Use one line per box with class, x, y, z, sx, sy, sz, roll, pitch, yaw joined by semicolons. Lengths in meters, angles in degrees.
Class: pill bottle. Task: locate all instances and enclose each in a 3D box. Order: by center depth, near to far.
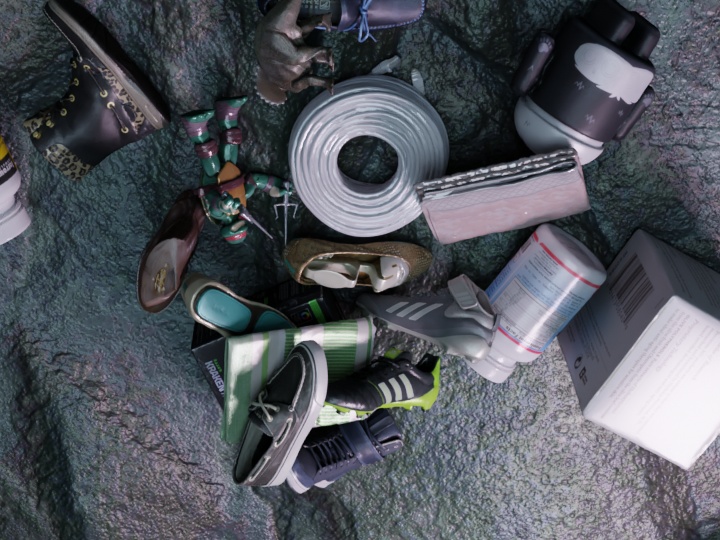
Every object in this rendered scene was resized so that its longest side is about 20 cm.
pill bottle;-0.478;-0.129;1.530;0.111;0.111;0.200;-19;115;6
pill bottle;0.215;0.045;1.639;0.109;0.109;0.200;33;110;-16

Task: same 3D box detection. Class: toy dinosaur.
toy dinosaur;-0.082;-0.250;1.457;0.102;0.077;0.200;-1;151;2

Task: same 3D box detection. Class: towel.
towel;0.175;-0.086;1.545;0.199;0.191;0.032;-12;73;10
towel;-0.076;0.134;1.574;0.199;0.023;0.153;-8;118;-26

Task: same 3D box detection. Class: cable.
cable;0.011;-0.139;1.568;0.199;0.069;0.200;-24;113;8

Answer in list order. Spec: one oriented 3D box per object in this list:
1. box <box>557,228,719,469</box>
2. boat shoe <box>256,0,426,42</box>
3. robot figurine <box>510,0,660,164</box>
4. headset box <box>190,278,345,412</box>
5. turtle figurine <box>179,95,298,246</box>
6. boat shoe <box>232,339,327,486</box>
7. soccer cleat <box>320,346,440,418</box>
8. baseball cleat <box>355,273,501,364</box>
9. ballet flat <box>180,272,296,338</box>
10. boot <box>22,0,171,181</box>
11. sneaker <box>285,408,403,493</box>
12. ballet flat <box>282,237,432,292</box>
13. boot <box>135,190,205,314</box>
box;0.384;0.097;1.620;0.171;0.199;0.200;27;112;-14
boat shoe;-0.021;-0.302;1.492;0.199;0.069;0.084;-5;115;1
robot figurine;0.267;-0.221;1.514;0.150;0.125;0.200;35;111;8
headset box;-0.094;0.116;1.667;0.199;0.093;0.174;-22;114;6
turtle figurine;-0.155;-0.105;1.551;0.100;0.150;0.201;-8;108;21
boat shoe;-0.098;0.174;1.518;0.064;0.071;0.201;3;115;-42
soccer cleat;0.022;0.137;1.583;0.200;0.067;0.081;1;101;-45
baseball cleat;0.091;0.045;1.631;0.200;0.070;0.107;23;92;27
ballet flat;-0.144;0.062;1.552;0.069;0.070;0.200;-38;131;14
boot;-0.342;-0.213;1.521;0.150;0.073;0.200;-35;117;13
sneaker;-0.026;0.230;1.682;0.146;0.202;0.077;-30;77;10
ballet flat;0.000;0.000;1.614;0.199;0.065;0.071;1;130;-14
boot;-0.244;0.010;1.553;0.064;0.200;0.187;18;112;-9
